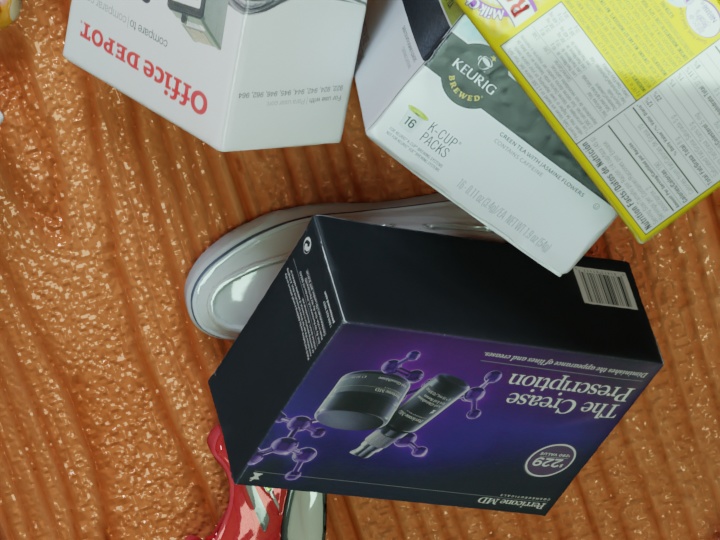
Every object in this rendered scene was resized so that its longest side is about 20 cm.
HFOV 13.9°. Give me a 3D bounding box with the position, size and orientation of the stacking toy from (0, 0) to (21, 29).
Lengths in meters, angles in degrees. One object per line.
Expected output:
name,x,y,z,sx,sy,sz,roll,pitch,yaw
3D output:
stacking toy,-0.204,-0.211,1.510,0.109,0.116,0.201,-11,124,3

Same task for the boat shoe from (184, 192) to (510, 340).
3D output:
boat shoe,0.000,0.000,1.620,0.199,0.065,0.074,-17,113,2

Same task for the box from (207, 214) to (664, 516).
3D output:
box,0.040,0.055,1.586,0.199,0.079,0.141,8,138,-28

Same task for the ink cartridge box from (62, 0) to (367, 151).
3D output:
ink cartridge box,-0.065,-0.177,1.494,0.084,0.145,0.201,-7,117,-40

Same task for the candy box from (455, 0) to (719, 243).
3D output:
candy box,0.116,-0.118,1.388,0.102,0.026,0.200,-35,109,11

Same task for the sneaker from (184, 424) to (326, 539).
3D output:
sneaker,-0.063,0.177,1.690,0.084,0.077,0.201,2,101,0

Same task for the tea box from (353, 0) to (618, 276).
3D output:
tea box,0.103,-0.138,1.500,0.133,0.200,0.197,34,106,-16

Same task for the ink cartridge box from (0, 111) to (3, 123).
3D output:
ink cartridge box,-0.316,-0.096,1.532,0.176,0.045,0.200,-42,101,-5
